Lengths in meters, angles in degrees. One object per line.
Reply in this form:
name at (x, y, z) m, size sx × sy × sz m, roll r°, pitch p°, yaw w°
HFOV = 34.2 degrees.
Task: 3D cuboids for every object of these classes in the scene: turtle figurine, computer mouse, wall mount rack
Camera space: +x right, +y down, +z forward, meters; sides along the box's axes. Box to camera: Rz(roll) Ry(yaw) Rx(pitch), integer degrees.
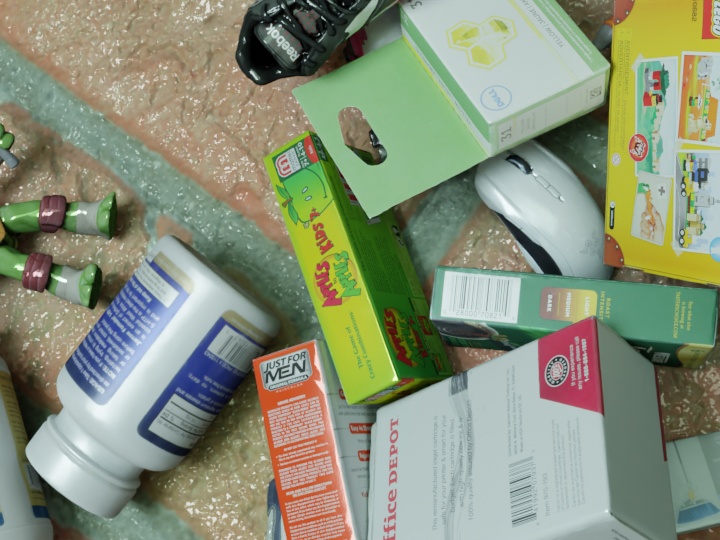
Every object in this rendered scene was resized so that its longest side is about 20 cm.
turtle figurine at (-0.301, -0.045, 0.941) m, size 0.191 × 0.145 × 0.202 m, roll 10°, pitch 124°, yaw -4°
computer mouse at (0.130, -0.069, 0.894) m, size 0.109 × 0.044 × 0.200 m, roll -40°, pitch 89°, yaw -23°
wall mount rack at (0.256, 0.164, 0.813) m, size 0.197 × 0.075 × 0.176 m, roll -13°, pitch 62°, yaw 0°

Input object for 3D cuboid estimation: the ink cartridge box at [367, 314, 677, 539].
ink cartridge box at (0.104, 0.142, 0.802) m, size 0.199 × 0.083 × 0.147 m, roll -28°, pitch 44°, yaw 35°

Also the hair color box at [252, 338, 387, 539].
hair color box at (-0.013, 0.159, 0.874) m, size 0.061 × 0.101 × 0.203 m, roll -18°, pitch 75°, yaw 24°

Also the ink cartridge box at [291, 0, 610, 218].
ink cartridge box at (0.062, -0.142, 0.866) m, size 0.198 × 0.048 × 0.146 m, roll -25°, pitch 57°, yaw -10°

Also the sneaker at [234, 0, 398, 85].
sneaker at (-0.026, -0.197, 0.864) m, size 0.071 × 0.199 × 0.098 m, roll 47°, pitch 47°, yaw -17°

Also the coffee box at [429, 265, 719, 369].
coffee box at (0.155, 0.036, 0.856) m, size 0.197 × 0.123 × 0.045 m, roll 5°, pitch 79°, yaw 11°

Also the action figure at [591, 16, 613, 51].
action figure at (0.246, -0.218, 0.895) m, size 0.192 × 0.105 × 0.202 m, roll -22°, pitch 79°, yaw 8°

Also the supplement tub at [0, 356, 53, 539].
supplement tub at (-0.336, 0.147, 0.925) m, size 0.143 × 0.145 × 0.202 m, roll -22°, pitch 75°, yaw 7°

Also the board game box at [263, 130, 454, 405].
board game box at (0.000, 0.000, 0.898) m, size 0.047 × 0.101 × 0.202 m, roll -28°, pitch 73°, yaw 25°

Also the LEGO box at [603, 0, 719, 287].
LEGO box at (0.248, -0.094, 0.806) m, size 0.076 × 0.148 × 0.203 m, roll -5°, pitch 102°, yaw -31°

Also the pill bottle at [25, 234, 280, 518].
pill bottle at (-0.165, 0.085, 0.914) m, size 0.119 × 0.120 × 0.201 m, roll 38°, pitch 88°, yaw 16°

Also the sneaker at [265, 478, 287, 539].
sneaker at (-0.074, 0.258, 0.887) m, size 0.084 × 0.077 × 0.203 m, roll -3°, pitch 78°, yaw 15°

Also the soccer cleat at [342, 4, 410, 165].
soccer cleat at (0.035, -0.169, 0.954) m, size 0.085 × 0.070 × 0.202 m, roll -15°, pitch 81°, yaw -4°
